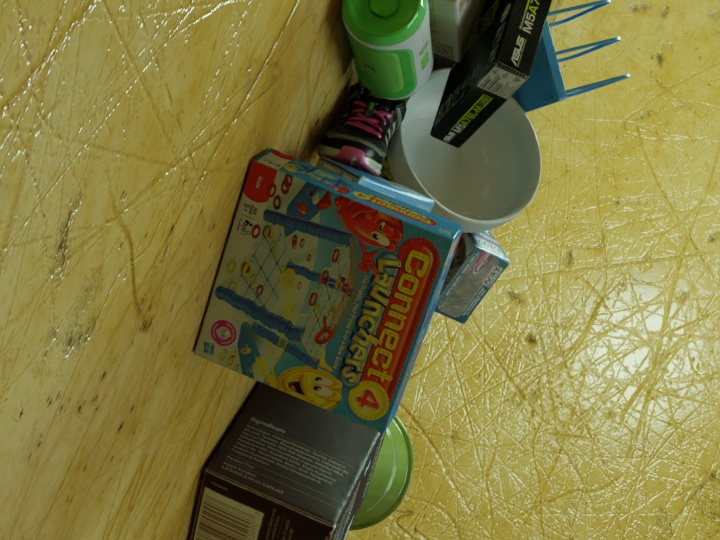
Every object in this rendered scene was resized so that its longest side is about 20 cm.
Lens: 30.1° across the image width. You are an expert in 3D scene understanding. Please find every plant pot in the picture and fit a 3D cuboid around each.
[{"bbox_3d":[-0.044,0.272,1.934,0.201,0.199,0.190,-68,159,-3],"label":"plant pot"}]

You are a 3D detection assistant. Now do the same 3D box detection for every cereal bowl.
[{"bbox_3d":[0.111,-0.134,1.587,0.083,0.200,0.201,-33,-155,54],"label":"cereal bowl"}]

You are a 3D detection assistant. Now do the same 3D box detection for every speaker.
[{"bbox_3d":[0.029,-0.234,1.338,0.200,0.088,0.089,63,50,-79],"label":"speaker"}]

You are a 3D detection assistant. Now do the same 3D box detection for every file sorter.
[{"bbox_3d":[0.228,-0.303,1.622,0.139,0.122,0.202,-8,-83,68],"label":"file sorter"}]

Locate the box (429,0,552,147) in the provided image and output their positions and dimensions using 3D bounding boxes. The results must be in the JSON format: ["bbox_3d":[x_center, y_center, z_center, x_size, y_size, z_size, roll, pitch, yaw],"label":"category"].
[{"bbox_3d":[0.152,-0.258,1.476,0.200,0.047,0.194,138,-29,-66],"label":"box"}]

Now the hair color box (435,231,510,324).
[{"bbox_3d":[0.102,-0.035,1.660,0.100,0.060,0.200,-55,-148,19],"label":"hair color box"}]

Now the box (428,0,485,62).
[{"bbox_3d":[0.078,-0.313,1.414,0.200,0.101,0.113,59,53,-80],"label":"box"}]

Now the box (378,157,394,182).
[{"bbox_3d":[0.064,-0.198,1.750,0.070,0.064,0.201,100,14,-58],"label":"box"}]

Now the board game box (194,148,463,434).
[{"bbox_3d":[-0.031,0.019,1.227,0.056,0.195,0.201,-45,155,-69],"label":"board game box"}]

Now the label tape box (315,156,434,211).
[{"bbox_3d":[-0.020,-0.001,1.361,0.144,0.063,0.201,14,102,-55],"label":"label tape box"}]

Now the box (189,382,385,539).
[{"bbox_3d":[-0.086,0.258,1.592,0.200,0.163,0.167,-58,167,-51],"label":"box"}]

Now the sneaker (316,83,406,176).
[{"bbox_3d":[0.005,-0.159,1.449,0.200,0.073,0.088,-57,168,-75],"label":"sneaker"}]

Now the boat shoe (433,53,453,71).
[{"bbox_3d":[0.097,-0.236,1.653,0.067,0.057,0.201,-128,-159,-58],"label":"boat shoe"}]
